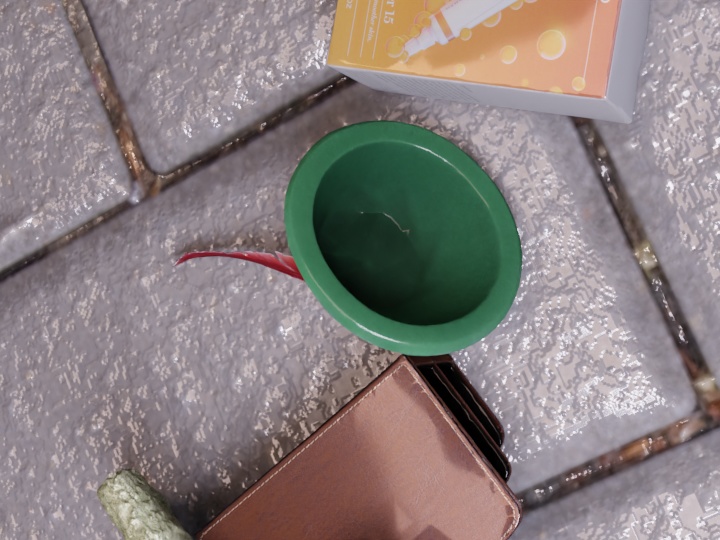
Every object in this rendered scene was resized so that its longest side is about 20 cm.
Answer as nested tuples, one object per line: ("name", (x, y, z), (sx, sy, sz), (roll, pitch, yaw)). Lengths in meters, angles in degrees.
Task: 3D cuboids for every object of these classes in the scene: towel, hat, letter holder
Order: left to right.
("towel", (-0.122, 0.207, 1.034), (0.036, 0.200, 0.149), (-35, 76, -9))
("hat", (0.000, 0.000, 1.083), (0.165, 0.176, 0.201), (-32, 78, -28))
("letter holder", (0.014, 0.174, 1.032), (0.200, 0.100, 0.143), (-42, 76, 14))

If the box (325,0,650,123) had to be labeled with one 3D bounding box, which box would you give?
("box", (0.092, -0.180, 1.023), (0.198, 0.097, 0.126), (9, 90, 21))
